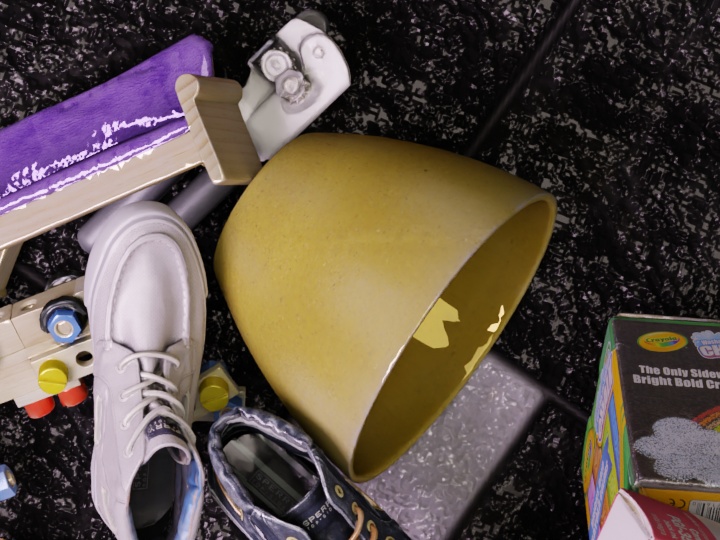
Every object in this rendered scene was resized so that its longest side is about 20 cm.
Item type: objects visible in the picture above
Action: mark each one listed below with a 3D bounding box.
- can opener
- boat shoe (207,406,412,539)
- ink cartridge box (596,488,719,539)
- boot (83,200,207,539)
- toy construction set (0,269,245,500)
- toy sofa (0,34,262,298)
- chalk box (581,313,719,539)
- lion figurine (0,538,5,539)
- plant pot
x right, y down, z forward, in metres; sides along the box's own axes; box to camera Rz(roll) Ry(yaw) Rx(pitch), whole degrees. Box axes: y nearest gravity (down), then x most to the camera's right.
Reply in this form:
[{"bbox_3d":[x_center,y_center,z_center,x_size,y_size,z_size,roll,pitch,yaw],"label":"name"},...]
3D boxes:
[{"bbox_3d":[-0.084,-0.071,1.507,0.200,0.066,0.053,-44,91,8],"label":"can opener"},{"bbox_3d":[-0.011,0.157,1.407,0.200,0.091,0.071,39,78,12],"label":"boat shoe"},{"bbox_3d":[0.209,0.224,1.366,0.199,0.083,0.147,20,100,-13],"label":"ink cartridge box"},{"bbox_3d":[-0.111,0.069,1.398,0.073,0.096,0.202,-6,115,-17],"label":"boot"},{"bbox_3d":[-0.175,0.076,1.488,0.199,0.092,0.132,-28,116,-6],"label":"toy construction set"},{"bbox_3d":[-0.164,-0.060,1.456,0.199,0.083,0.098,-22,86,16],"label":"toy sofa"},{"bbox_3d":[0.201,0.110,1.486,0.124,0.201,0.125,5,126,-3],"label":"chalk box"},{"bbox_3d":[-0.162,0.237,1.511,0.122,0.072,0.201,-30,99,7],"label":"lion figurine"},{"bbox_3d":[0.000,0.000,1.462,0.142,0.200,0.201,36,90,14],"label":"plant pot"}]
